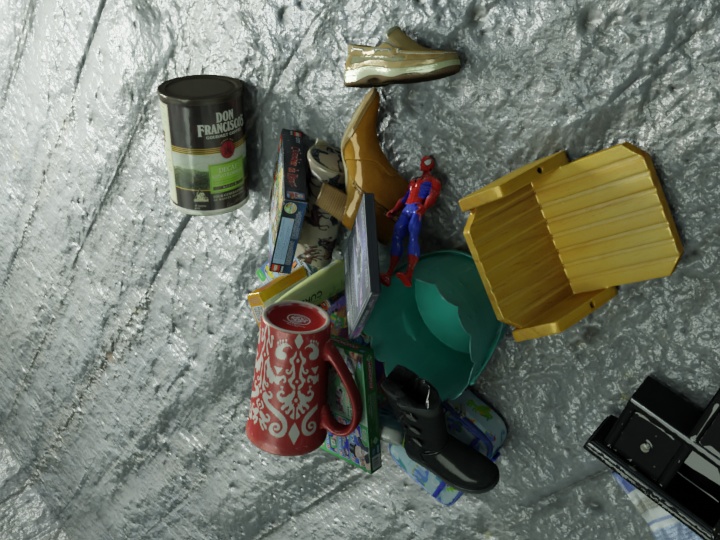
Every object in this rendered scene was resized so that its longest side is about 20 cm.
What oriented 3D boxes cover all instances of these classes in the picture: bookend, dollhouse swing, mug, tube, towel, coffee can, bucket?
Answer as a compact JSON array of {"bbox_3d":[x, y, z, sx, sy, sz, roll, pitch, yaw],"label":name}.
[{"bbox_3d":[0.421,0.197,0.987,0.197,0.091,0.203,36,124,24],"label":"bookend"},{"bbox_3d":[0.262,-0.036,0.977,0.175,0.179,0.204,-8,107,64],"label":"dollhouse swing"},{"bbox_3d":[-0.086,0.162,1.213,0.134,0.172,0.205,-113,27,-65],"label":"mug"},{"bbox_3d":[-0.091,0.044,1.296,0.051,0.198,0.060,7,117,40],"label":"tube"},{"bbox_3d":[0.458,0.341,1.091,0.146,0.024,0.202,-36,85,45],"label":"towel"},{"bbox_3d":[-0.268,-0.219,1.357,0.144,0.145,0.205,20,124,32],"label":"coffee can"},{"bbox_3d":[0.117,0.074,1.175,0.204,0.134,0.212,20,125,32],"label":"bucket"}]

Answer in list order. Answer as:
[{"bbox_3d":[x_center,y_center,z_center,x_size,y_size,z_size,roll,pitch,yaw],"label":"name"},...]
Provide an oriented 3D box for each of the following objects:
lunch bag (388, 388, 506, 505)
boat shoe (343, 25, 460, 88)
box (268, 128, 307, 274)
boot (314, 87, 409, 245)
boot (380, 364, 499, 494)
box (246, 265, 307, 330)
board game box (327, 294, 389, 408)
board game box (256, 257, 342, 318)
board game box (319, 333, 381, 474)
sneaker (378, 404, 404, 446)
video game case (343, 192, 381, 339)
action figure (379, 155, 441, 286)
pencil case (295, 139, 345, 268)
[{"bbox_3d":[0.143,0.283,1.300,0.160,0.082,0.202,41,134,14],"label":"lunch bag"},{"bbox_3d":[0.051,-0.301,1.093,0.196,0.071,0.079,5,100,38],"label":"boat shoe"},{"bbox_3d":[-0.120,-0.115,1.263,0.037,0.203,0.139,7,129,-12],"label":"box"},{"bbox_3d":[0.030,-0.152,1.177,0.141,0.071,0.205,24,104,-10],"label":"boot"},{"bbox_3d":[0.120,0.234,1.140,0.161,0.066,0.203,16,143,27],"label":"boot"},{"bbox_3d":[-0.111,0.110,1.355,0.041,0.118,0.205,-8,106,42],"label":"box"},{"bbox_3d":[-0.001,0.128,1.298,0.155,0.039,0.205,-25,69,22],"label":"board game box"},{"bbox_3d":[-0.095,0.052,1.421,0.135,0.034,0.202,-37,85,45],"label":"board game box"},{"bbox_3d":[-0.027,0.208,1.253,0.133,0.029,0.206,15,116,45],"label":"board game box"},{"bbox_3d":[0.030,0.235,1.327,0.084,0.072,0.199,-71,18,-2],"label":"sneaker"},{"bbox_3d":[0.000,0.000,1.133,0.201,0.018,0.147,114,154,-66],"label":"video game case"},{"bbox_3d":[0.072,-0.077,1.115,0.064,0.204,0.052,-5,145,42],"label":"action figure"},{"bbox_3d":[-0.066,-0.107,1.283,0.090,0.076,0.204,46,136,35],"label":"pencil case"}]
